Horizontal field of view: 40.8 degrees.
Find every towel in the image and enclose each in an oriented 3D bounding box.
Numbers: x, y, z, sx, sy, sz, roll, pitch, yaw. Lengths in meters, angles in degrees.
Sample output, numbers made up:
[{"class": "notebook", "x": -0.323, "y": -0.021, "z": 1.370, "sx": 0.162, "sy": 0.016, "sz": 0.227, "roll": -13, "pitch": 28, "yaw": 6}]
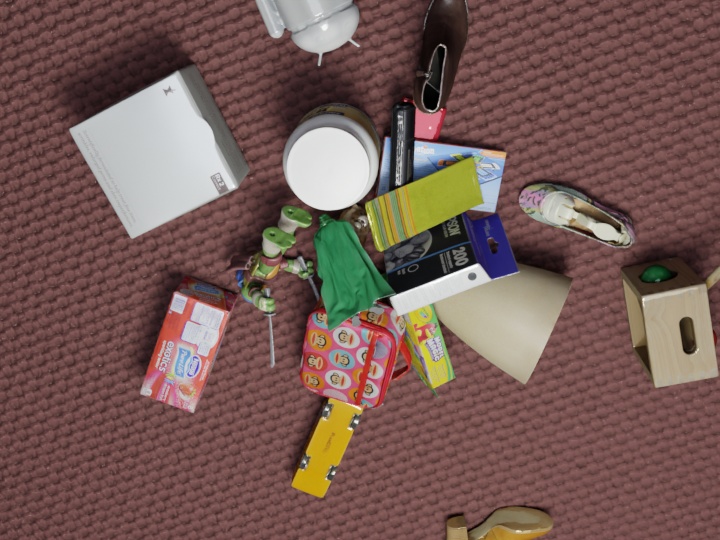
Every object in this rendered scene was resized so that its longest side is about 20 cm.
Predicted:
[{"class": "towel", "x": 0.103, "y": -0.105, "z": 1.524, "sx": 0.199, "sy": 0.018, "sz": 0.086, "roll": -25, "pitch": 118, "yaw": -17}]

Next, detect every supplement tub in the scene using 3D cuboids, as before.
[{"class": "supplement tub", "x": -0.043, "y": -0.174, "z": 1.485, "sx": 0.144, "sy": 0.200, "sz": 0.145, "roll": 1, "pitch": 107, "yaw": 2}]

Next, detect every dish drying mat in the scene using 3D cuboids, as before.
[{"class": "dish drying mat", "x": 0.076, "y": -0.177, "z": 1.575, "sx": 0.076, "sy": 0.018, "sz": 0.201, "roll": 14, "pitch": 106, "yaw": -5}]

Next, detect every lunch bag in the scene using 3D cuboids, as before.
[{"class": "lunch bag", "x": -0.004, "y": 0.133, "z": 1.578, "sx": 0.175, "sy": 0.082, "sz": 0.200, "roll": 18, "pitch": 133, "yaw": 7}]

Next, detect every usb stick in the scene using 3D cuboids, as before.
[{"class": "usb stick", "x": 0.065, "y": -0.165, "z": 1.521, "sx": 0.032, "sy": 0.055, "sz": 0.201, "roll": 9, "pitch": 110, "yaw": 22}]

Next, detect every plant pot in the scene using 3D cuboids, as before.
[{"class": "plant pot", "x": 0.214, "y": 0.057, "z": 1.572, "sx": 0.199, "sy": 0.187, "sz": 0.188, "roll": 25, "pitch": 107, "yaw": 9}]

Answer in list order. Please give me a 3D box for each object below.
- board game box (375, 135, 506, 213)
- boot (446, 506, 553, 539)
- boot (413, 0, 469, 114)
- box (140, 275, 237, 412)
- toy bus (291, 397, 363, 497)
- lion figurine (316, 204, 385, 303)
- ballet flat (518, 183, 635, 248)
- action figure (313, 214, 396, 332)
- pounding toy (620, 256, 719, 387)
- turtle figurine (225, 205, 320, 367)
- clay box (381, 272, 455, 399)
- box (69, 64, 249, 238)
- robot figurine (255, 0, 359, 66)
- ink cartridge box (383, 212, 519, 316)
[{"class": "board game box", "x": 0.129, "y": -0.156, "z": 1.566, "sx": 0.199, "sy": 0.019, "sz": 0.103, "roll": 7, "pitch": 109, "yaw": -7}, {"class": "boot", "x": 0.253, "y": 0.510, "z": 1.756, "sx": 0.200, "sy": 0.071, "sz": 0.145, "roll": -6, "pitch": 113, "yaw": 8}, {"class": "boot", "x": 0.125, "y": -0.332, "z": 1.444, "sx": 0.072, "sy": 0.166, "sz": 0.201, "roll": 12, "pitch": 99, "yaw": -1}, {"class": "box", "x": -0.290, "y": 0.125, "z": 1.641, "sx": 0.099, "sy": 0.096, "sz": 0.201, "roll": 20, "pitch": 107, "yaw": -3}, {"class": "toy bus", "x": -0.057, "y": 0.298, "z": 1.693, "sx": 0.065, "sy": 0.078, "sz": 0.201, "roll": 22, "pitch": 107, "yaw": -3}, {"class": "lion figurine", "x": 0.000, "y": 0.000, "z": 1.603, "sx": 0.072, "sy": 0.123, "sz": 0.201, "roll": 1, "pitch": 128, "yaw": 36}, {"class": "ballet flat", "x": 0.354, "y": -0.087, "z": 1.562, "sx": 0.199, "sy": 0.071, "sz": 0.069, "roll": 21, "pitch": 107, "yaw": -4}, {"class": "action figure", "x": -0.025, "y": -0.010, "z": 1.503, "sx": 0.118, "sy": 0.201, "sz": 0.055, "roll": -27, "pitch": 148, "yaw": 8}, {"class": "pounding toy", "x": 0.510, "y": 0.060, "z": 1.541, "sx": 0.142, "sy": 0.184, "sz": 0.201, "roll": -11, "pitch": 106, "yaw": 6}, {"class": "turtle figurine", "x": -0.116, "y": 0.009, "z": 1.565, "sx": 0.144, "sy": 0.200, "sz": 0.194, "roll": -16, "pitch": 145, "yaw": -33}, {"class": "clay box", "x": 0.097, "y": 0.103, "z": 1.591, "sx": 0.047, "sy": 0.115, "sz": 0.201, "roll": -26, "pitch": 119, "yaw": -10}, {"class": "box", "x": -0.311, "y": -0.190, "z": 1.529, "sx": 0.199, "sy": 0.131, "sz": 0.199, "roll": -25, "pitch": 104, "yaw": 9}, {"class": "robot figurine", "x": -0.073, "y": -0.416, "z": 1.459, "sx": 0.169, "sy": 0.113, "sz": 0.201, "roll": -22, "pitch": 104, "yaw": 10}, {"class": "ink cartridge box", "x": 0.135, "y": -0.027, "z": 1.525, "sx": 0.199, "sy": 0.198, "sz": 0.044, "roll": -20, "pitch": 119, "yaw": 8}]
